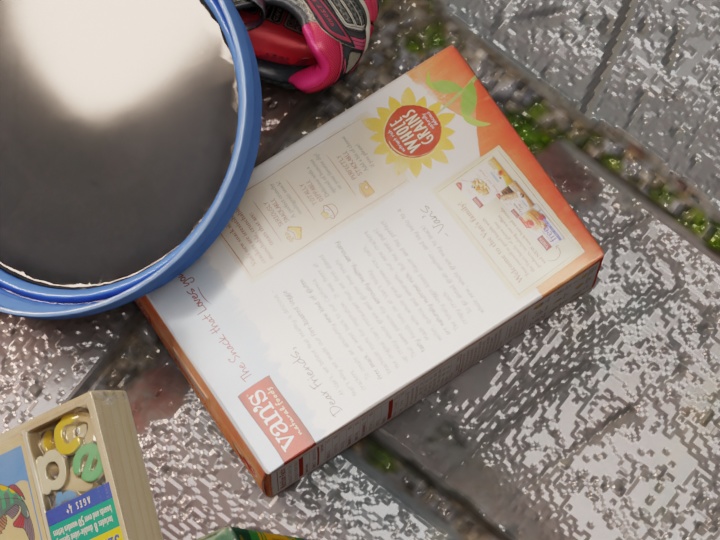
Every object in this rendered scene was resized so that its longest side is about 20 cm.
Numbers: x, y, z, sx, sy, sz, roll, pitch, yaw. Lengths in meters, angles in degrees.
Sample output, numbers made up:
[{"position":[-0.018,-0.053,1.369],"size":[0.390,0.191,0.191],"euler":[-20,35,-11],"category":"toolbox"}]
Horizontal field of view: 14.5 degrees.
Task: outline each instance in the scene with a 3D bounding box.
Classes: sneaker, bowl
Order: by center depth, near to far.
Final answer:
[{"position":[-0.140,-0.076,1.354],"size":[0.200,0.039,0.201],"euler":[-2,84,19],"category":"bowl"},{"position":[-0.091,-0.146,1.401],"size":[0.200,0.081,0.075],"euler":[16,32,4],"category":"sneaker"}]

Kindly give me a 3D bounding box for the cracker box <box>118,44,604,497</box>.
[{"position":[0.000,0.000,1.388],"size":[0.200,0.058,0.134],"euler":[-32,76,-11],"category":"cracker box"}]

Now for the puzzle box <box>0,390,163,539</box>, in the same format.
[{"position":[-0.168,0.150,1.294],"size":[0.200,0.025,0.133],"euler":[-27,72,34],"category":"puzzle box"}]

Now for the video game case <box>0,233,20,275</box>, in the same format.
[{"position":[-0.251,-0.069,1.417],"size":[0.182,0.024,0.200],"euler":[-16,75,-7],"category":"video game case"}]

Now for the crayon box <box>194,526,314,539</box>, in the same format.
[{"position":[-0.025,0.219,1.287],"size":[0.051,0.126,0.200],"euler":[-24,76,13],"category":"crayon box"}]
